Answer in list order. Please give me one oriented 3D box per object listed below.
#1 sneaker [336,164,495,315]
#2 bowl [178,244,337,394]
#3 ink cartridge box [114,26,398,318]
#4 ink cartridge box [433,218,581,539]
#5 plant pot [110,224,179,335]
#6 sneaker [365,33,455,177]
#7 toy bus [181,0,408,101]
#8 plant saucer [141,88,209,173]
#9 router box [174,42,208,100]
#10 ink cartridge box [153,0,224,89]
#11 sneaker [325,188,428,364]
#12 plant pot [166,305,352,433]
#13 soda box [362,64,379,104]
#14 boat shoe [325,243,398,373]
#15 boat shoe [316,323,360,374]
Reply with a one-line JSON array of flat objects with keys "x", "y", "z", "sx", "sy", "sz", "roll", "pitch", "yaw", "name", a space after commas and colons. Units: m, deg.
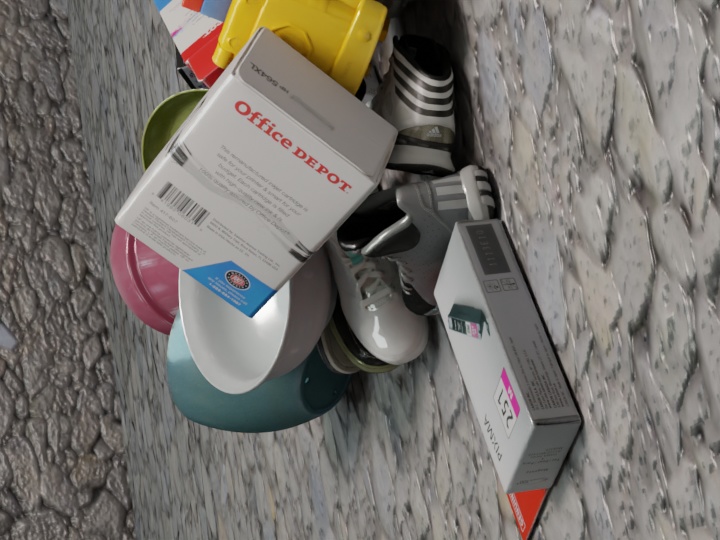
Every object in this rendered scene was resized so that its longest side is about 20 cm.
[{"x": 0.031, "y": -0.022, "z": 1.419, "sx": 0.200, "sy": 0.115, "sz": 0.075, "roll": 112, "pitch": 148, "yaw": -57, "name": "sneaker"}, {"x": -0.084, "y": 0.014, "z": 1.598, "sx": 0.201, "sy": 0.090, "sz": 0.202, "roll": 0, "pitch": 90, "yaw": 55, "name": "bowl"}, {"x": -0.085, "y": -0.077, "z": 1.403, "sx": 0.200, "sy": 0.146, "sz": 0.084, "roll": -45, "pitch": 14, "yaw": 38, "name": "ink cartridge box"}, {"x": 0.103, "y": 0.089, "z": 1.344, "sx": 0.174, "sy": 0.043, "sz": 0.200, "roll": 105, "pitch": 154, "yaw": -48, "name": "ink cartridge box"}, {"x": -0.166, "y": -0.026, "z": 1.993, "sx": 0.179, "sy": 0.200, "sz": 0.201, "roll": -12, "pitch": 83, "yaw": 57, "name": "plant pot"}, {"x": 0.039, "y": -0.143, "z": 1.468, "sx": 0.200, "sy": 0.075, "sz": 0.116, "roll": -163, "pitch": 81, "yaw": -70, "name": "sneaker"}, {"x": -0.061, "y": -0.241, "z": 1.446, "sx": 0.200, "sy": 0.192, "sz": 0.136, "roll": -77, "pitch": 9, "yaw": -53, "name": "toy bus"}, {"x": -0.141, "y": -0.107, "z": 1.827, "sx": 0.031, "sy": 0.199, "sz": 0.200, "roll": -49, "pitch": -29, "yaw": -51, "name": "plant saucer"}, {"x": -0.146, "y": -0.233, "z": 1.885, "sx": 0.200, "sy": 0.052, "sz": 0.158, "roll": 56, "pitch": -159, "yaw": -55, "name": "router box"}, {"x": -0.116, "y": -0.236, "z": 1.624, "sx": 0.067, "sy": 0.116, "sz": 0.200, "roll": 47, "pitch": -172, "yaw": -36, "name": "ink cartridge box"}, {"x": -0.001, "y": -0.012, "z": 1.530, "sx": 0.088, "sy": 0.075, "sz": 0.200, "roll": 40, "pitch": -152, "yaw": -72, "name": "sneaker"}, {"x": -0.085, "y": 0.086, "z": 1.778, "sx": 0.135, "sy": 0.200, "sz": 0.201, "roll": 19, "pitch": 120, "yaw": 33, "name": "plant pot"}, {"x": -0.053, "y": -0.113, "z": 1.647, "sx": 0.200, "sy": 0.068, "sz": 0.064, "roll": -60, "pitch": 27, "yaw": 33, "name": "soda box"}, {"x": 0.000, "y": 0.000, "z": 1.607, "sx": 0.065, "sy": 0.073, "sz": 0.200, "roll": 100, "pitch": 158, "yaw": -57, "name": "boat shoe"}, {"x": -0.028, "y": 0.018, "z": 1.689, "sx": 0.063, "sy": 0.072, "sz": 0.201, "roll": -37, "pitch": 49, "yaw": 45, "name": "boat shoe"}]
